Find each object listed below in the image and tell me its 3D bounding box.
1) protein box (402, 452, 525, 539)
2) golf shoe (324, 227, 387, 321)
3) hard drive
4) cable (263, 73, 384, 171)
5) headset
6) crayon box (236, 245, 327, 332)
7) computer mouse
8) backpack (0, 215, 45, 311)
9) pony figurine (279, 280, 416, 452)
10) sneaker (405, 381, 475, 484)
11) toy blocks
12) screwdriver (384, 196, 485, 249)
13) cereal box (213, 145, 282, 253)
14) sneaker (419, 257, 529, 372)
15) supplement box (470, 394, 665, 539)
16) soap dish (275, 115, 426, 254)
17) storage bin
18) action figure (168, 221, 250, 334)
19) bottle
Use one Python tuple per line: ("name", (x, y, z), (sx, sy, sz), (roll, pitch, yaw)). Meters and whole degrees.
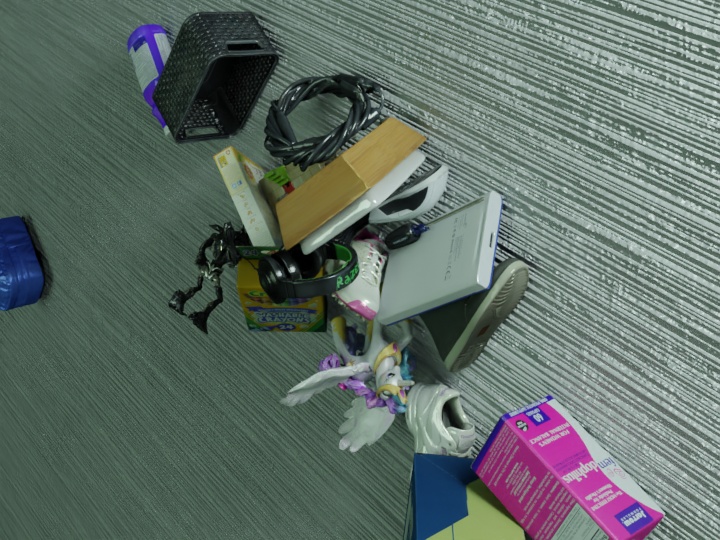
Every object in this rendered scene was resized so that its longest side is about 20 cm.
("protein box", (0.122, 0.378, 1.211), (0.199, 0.133, 0.203), (-84, 0, -68))
("golf shoe", (0.000, 0.000, 1.319), (0.092, 0.075, 0.200), (-50, 22, 11))
("hard drive", (0.101, -0.012, 1.238), (0.199, 0.025, 0.134), (-24, 46, 50))
("cable", (-0.063, -0.211, 1.339), (0.199, 0.164, 0.051), (24, 163, 45))
("headset", (-0.098, -0.018, 1.270), (0.197, 0.123, 0.095), (5, 118, 29))
("crayon box", (-0.115, 0.032, 1.412), (0.201, 0.124, 0.052), (88, -178, -63))
("computer mouse", (0.047, -0.082, 1.291), (0.199, 0.110, 0.044), (-25, 102, 42))
("backpack", (-0.881, -0.001, 2.348), (0.201, 0.166, 0.163), (58, 143, 16))
("pony figurine", (0.001, 0.141, 1.336), (0.192, 0.166, 0.202), (-37, 36, 29))
("sneaker", (0.115, 0.255, 1.305), (0.099, 0.074, 0.203), (-7, 94, 51))
("toy blocks", (-0.068, -0.104, 1.428), (0.199, 0.099, 0.138), (-23, 94, 50))
("screwdriver", (0.097, -0.059, 1.233), (0.199, 0.028, 0.030), (-16, 82, 53))
("cereal box", (-0.154, -0.085, 1.491), (0.039, 0.144, 0.202), (-27, 75, 8))
("sneaker", (0.134, 0.033, 1.225), (0.107, 0.074, 0.201), (54, 136, 26))
("supplement box", (0.244, 0.263, 1.136), (0.200, 0.100, 0.104), (48, 131, 30))
("soap dish", (-0.013, -0.115, 1.240), (0.157, 0.200, 0.082), (-33, 97, 34))
("storage bin", (-0.234, -0.308, 1.520), (0.094, 0.134, 0.200), (58, 137, 21))
("action figure", (-0.242, 0.001, 1.628), (0.118, 0.201, 0.102), (32, 166, 11))
("bottle", (-0.361, -0.340, 1.717), (0.083, 0.065, 0.202), (-32, 76, 49))
